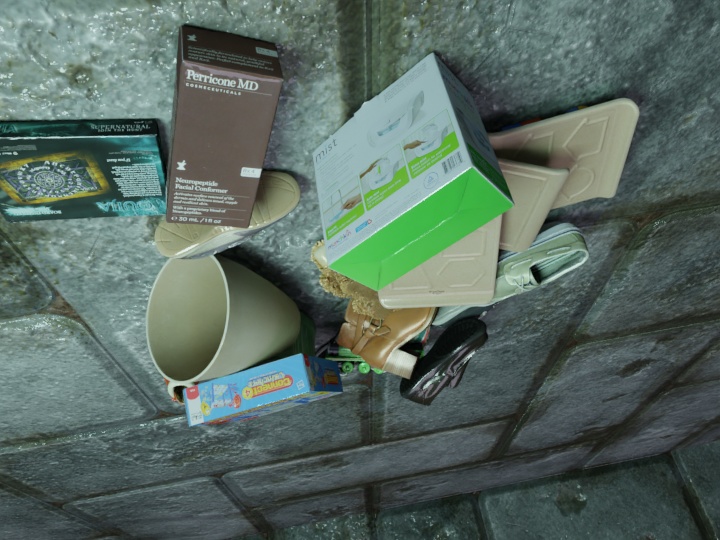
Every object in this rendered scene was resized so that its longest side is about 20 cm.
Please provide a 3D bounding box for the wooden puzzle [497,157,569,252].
[{"bbox_3d":[0.167,-0.099,0.785,0.195,0.038,0.186,8,150,3],"label":"wooden puzzle"}]

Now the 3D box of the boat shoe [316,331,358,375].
[{"bbox_3d":[-0.036,0.180,1.147,0.073,0.061,0.200,12,139,-32],"label":"boat shoe"}]

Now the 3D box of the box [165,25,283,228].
[{"bbox_3d":[-0.153,-0.143,0.607,0.098,0.076,0.202,2,135,-22],"label":"box"}]

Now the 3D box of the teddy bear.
[{"bbox_3d":[0.000,0.000,0.907,0.145,0.067,0.199,-41,131,22],"label":"teddy bear"}]

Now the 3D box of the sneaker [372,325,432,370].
[{"bbox_3d":[0.056,0.137,1.126,0.092,0.071,0.200,33,141,-13],"label":"sneaker"}]

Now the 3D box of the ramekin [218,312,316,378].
[{"bbox_3d":[-0.174,0.163,1.043,0.195,0.099,0.202,-8,146,-5],"label":"ramekin"}]

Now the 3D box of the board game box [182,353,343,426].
[{"bbox_3d":[-0.146,0.193,0.904,0.196,0.057,0.196,-18,165,9],"label":"board game box"}]

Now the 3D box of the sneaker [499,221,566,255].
[{"bbox_3d":[0.248,-0.034,0.916,0.197,0.074,0.071,-22,148,14],"label":"sneaker"}]

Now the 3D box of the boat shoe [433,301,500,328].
[{"bbox_3d":[0.208,0.052,1.015,0.060,0.075,0.199,24,134,-37],"label":"boat shoe"}]

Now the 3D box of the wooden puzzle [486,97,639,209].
[{"bbox_3d":[0.262,-0.151,0.779,0.195,0.047,0.186,-11,146,6],"label":"wooden puzzle"}]

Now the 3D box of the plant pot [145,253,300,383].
[{"bbox_3d":[-0.191,0.075,0.863,0.186,0.191,0.198,-31,156,27],"label":"plant pot"}]

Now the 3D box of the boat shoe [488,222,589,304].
[{"bbox_3d":[0.255,-0.002,0.868,0.198,0.063,0.072,-35,119,21],"label":"boat shoe"}]

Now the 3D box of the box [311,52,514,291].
[{"bbox_3d":[0.047,-0.109,0.646,0.198,0.179,0.096,-33,140,29],"label":"box"}]

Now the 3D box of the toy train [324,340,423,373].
[{"bbox_3d":[0.026,0.160,1.050,0.195,0.042,0.058,1,109,2],"label":"toy train"}]

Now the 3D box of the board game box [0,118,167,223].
[{"bbox_3d":[-0.329,-0.113,0.654,0.195,0.029,0.136,-4,146,-13],"label":"board game box"}]

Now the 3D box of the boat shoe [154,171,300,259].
[{"bbox_3d":[-0.170,-0.069,0.740,0.197,0.073,0.065,-26,171,-2],"label":"boat shoe"}]

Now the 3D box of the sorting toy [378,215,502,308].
[{"bbox_3d":[0.108,-0.025,0.820,0.181,0.037,0.202,-3,136,7],"label":"sorting toy"}]

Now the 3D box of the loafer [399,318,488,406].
[{"bbox_3d":[0.156,0.166,1.001,0.071,0.073,0.200,39,110,-18],"label":"loafer"}]

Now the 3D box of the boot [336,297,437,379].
[{"bbox_3d":[0.053,0.075,0.999,0.152,0.203,0.074,23,176,13],"label":"boot"}]

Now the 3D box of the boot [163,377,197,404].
[{"bbox_3d":[-0.337,0.210,1.056,0.073,0.109,0.201,-3,147,-16],"label":"boot"}]
